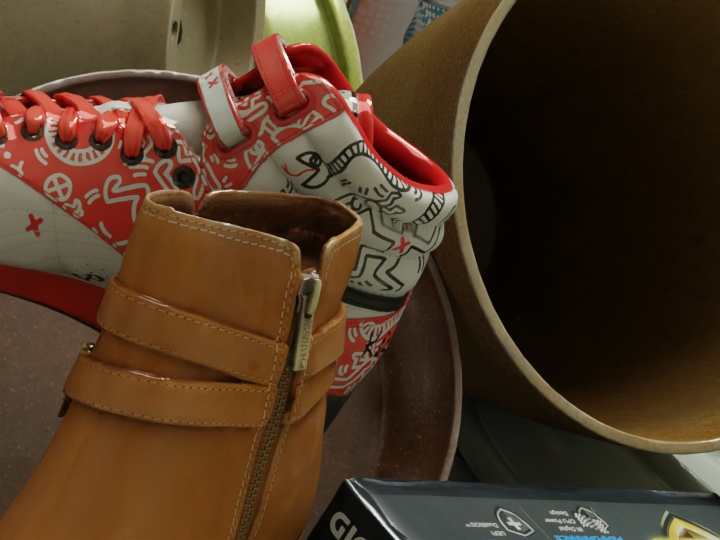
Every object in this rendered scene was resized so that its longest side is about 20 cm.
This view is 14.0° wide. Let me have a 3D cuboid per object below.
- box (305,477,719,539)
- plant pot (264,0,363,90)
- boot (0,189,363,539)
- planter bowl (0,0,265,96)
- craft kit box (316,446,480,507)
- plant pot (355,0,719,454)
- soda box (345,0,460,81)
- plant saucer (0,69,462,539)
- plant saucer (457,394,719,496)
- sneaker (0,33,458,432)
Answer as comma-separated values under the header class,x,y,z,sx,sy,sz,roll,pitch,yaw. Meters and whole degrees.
class,x,y,z,sx,sy,sz,roll,pitch,yaw
box,0.093,0.134,0.918,0.200,0.046,0.159,8,32,-47
plant pot,-0.132,-0.069,1.321,0.184,0.201,0.200,-4,24,-39
boot,-0.073,0.055,0.809,0.074,0.155,0.200,24,18,20
planter bowl,-0.113,-0.091,1.075,0.135,0.200,0.200,9,8,14
craft kit box,-0.021,0.058,1.080,0.197,0.049,0.200,39,13,4
plant pot,0.063,-0.025,1.094,0.186,0.187,0.200,14,-9,-28
soda box,0.005,-0.063,1.434,0.068,0.200,0.064,19,11,-7
plant saucer,-0.066,0.033,0.954,0.200,0.200,0.034,17,-24,-11
plant saucer,0.127,0.095,1.128,0.200,0.050,0.200,34,14,-9
sneaker,-0.068,-0.037,0.889,0.201,0.108,0.067,29,17,-17
